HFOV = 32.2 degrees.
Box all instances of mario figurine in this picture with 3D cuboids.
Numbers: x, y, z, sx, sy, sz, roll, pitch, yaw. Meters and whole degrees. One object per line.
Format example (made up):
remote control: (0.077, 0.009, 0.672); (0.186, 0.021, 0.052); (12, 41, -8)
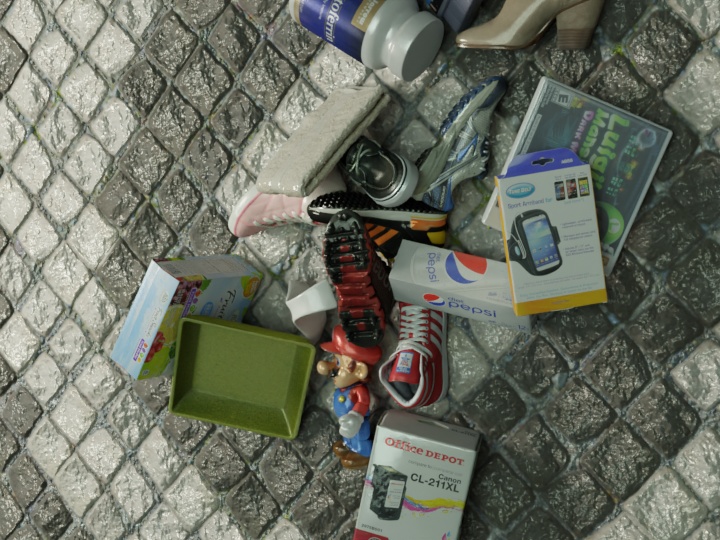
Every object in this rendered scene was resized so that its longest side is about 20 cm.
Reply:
mario figurine: (-0.030, 0.177, 1.782); (0.123, 0.105, 0.203); (6, 103, 39)

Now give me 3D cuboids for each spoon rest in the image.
spoon rest: (-0.078, 0.053, 1.765); (0.060, 0.200, 0.100); (-19, 84, -12)

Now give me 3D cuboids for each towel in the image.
towel: (-0.053, -0.180, 1.717); (0.201, 0.035, 0.132); (-52, 28, -16)

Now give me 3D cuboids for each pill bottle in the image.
pill bottle: (0.009, -0.347, 1.707); (0.199, 0.115, 0.117); (34, 109, 20)

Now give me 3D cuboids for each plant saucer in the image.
plant saucer: (-0.172, 0.147, 1.829); (0.198, 0.048, 0.201); (12, 129, -2)

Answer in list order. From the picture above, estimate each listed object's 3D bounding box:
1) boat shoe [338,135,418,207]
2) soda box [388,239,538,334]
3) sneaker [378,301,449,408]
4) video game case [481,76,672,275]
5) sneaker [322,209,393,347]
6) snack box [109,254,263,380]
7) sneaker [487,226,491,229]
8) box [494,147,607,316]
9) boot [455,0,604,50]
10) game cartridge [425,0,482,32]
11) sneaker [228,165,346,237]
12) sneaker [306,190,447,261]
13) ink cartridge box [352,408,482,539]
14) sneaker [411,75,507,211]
boat shoe: (0.009, -0.140, 1.696); (0.073, 0.071, 0.200); (-61, 30, 3)
soda box: (0.142, 0.021, 1.672); (0.198, 0.068, 0.064); (14, 64, 17)
sneaker: (0.071, 0.091, 1.718); (0.071, 0.112, 0.203); (-8, 91, 28)
video game case: (0.274, -0.119, 1.586); (0.180, 0.023, 0.202); (22, 99, -4)
sneaker: (0.000, 0.000, 1.715); (0.070, 0.098, 0.202); (-1, 118, 22)
snack box: (-0.253, 0.065, 1.837); (0.067, 0.199, 0.170); (35, 111, 24)
sneaker: (0.240, -0.130, 1.634); (0.082, 0.074, 0.202); (29, 108, 13)
box: (0.238, -0.051, 1.570); (0.118, 0.041, 0.202); (-9, 99, 2)
boot: (0.220, -0.360, 1.609); (0.197, 0.070, 0.148); (1, 108, 11)
game cartridge: (0.096, -0.429, 1.663); (0.201, 0.038, 0.130); (54, 145, 16)
sneaker: (-0.102, -0.089, 1.813); (0.200, 0.075, 0.105); (-40, 71, 21)
sneaker: (0.022, -0.055, 1.733); (0.198, 0.070, 0.091); (4, 112, 7)
ink cartridge box: (0.076, 0.312, 1.735); (0.144, 0.083, 0.202); (13, 102, 9)
sneaker: (0.144, -0.168, 1.684); (0.085, 0.077, 0.201); (34, 98, -10)
